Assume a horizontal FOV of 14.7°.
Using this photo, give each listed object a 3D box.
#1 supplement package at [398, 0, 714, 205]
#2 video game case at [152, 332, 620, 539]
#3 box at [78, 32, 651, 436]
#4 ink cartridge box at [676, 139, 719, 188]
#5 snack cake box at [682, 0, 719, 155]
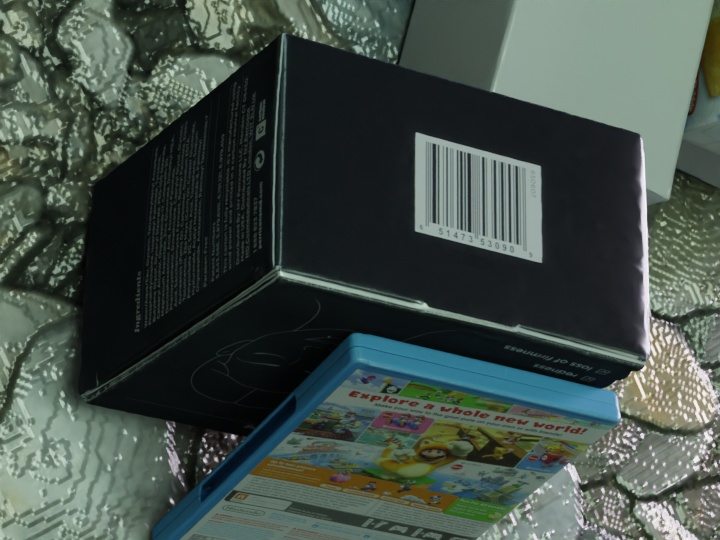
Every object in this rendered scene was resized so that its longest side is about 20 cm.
[{"bbox_3d":[0.104,-0.138,1.452,0.117,0.117,0.201,24,71,-25],"label":"supplement package"},{"bbox_3d":[0.009,0.097,1.320,0.143,0.200,0.018,14,53,-27],"label":"video game case"},{"bbox_3d":[0.000,0.000,1.316,0.200,0.197,0.124,14,63,-28],"label":"box"},{"bbox_3d":[0.224,-0.150,1.541,0.145,0.084,0.201,21,72,-25],"label":"ink cartridge box"},{"bbox_3d":[0.244,-0.148,1.464,0.115,0.067,0.201,20,73,-25],"label":"snack cake box"}]
